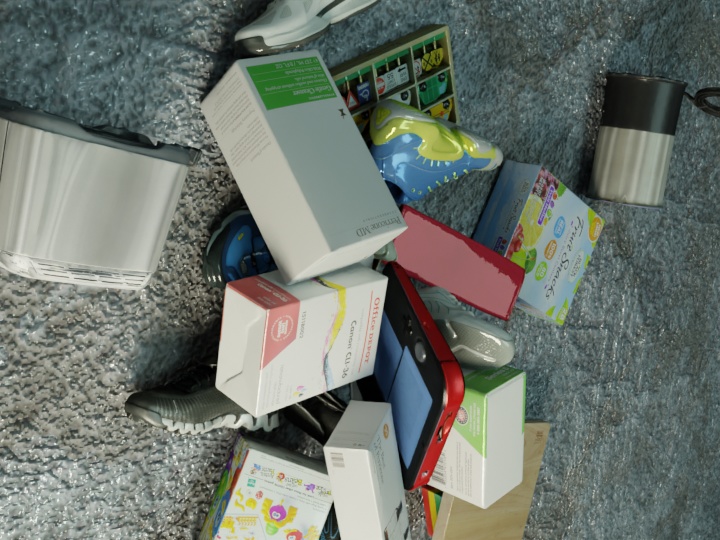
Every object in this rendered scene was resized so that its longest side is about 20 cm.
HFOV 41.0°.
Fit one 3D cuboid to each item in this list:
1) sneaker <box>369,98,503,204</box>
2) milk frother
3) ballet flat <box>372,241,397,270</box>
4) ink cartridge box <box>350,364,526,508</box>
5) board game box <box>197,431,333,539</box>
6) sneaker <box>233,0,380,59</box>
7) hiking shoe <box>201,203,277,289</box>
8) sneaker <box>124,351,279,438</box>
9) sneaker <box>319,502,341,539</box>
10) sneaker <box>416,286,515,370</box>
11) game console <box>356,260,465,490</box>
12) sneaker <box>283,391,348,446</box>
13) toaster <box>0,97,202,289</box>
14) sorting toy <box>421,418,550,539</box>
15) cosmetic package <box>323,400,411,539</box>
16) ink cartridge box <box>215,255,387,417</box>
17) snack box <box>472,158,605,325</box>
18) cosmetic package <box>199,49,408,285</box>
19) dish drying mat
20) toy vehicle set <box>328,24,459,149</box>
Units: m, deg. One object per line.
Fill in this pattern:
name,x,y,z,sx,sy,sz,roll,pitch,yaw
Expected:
sneaker,0.075,-0.123,1.096,0.200,0.076,0.105,14,104,-41
milk frother,0.455,-0.184,1.413,0.180,0.200,0.188,-5,106,-50
ballet flat,0.000,0.000,1.083,0.068,0.072,0.200,26,83,-47
ink cartridge box,0.089,0.170,1.137,0.084,0.200,0.146,-21,117,-44
board game box,-0.112,0.287,1.008,0.105,0.103,0.200,22,85,-13
sneaker,-0.066,-0.286,0.938,0.200,0.076,0.115,-41,120,-40
hiking shoe,-0.072,-0.038,0.985,0.200,0.087,0.074,-33,125,-35
sneaker,-0.152,0.117,0.970,0.200,0.066,0.091,11,92,-51
sneaker,-0.022,0.274,1.089,0.073,0.082,0.200,70,32,-42
sneaker,0.095,0.055,1.110,0.080,0.200,0.070,-43,134,-37
game console,0.044,0.116,1.019,0.031,0.177,0.200,-10,139,-24
sneaker,-0.040,0.164,1.087,0.060,0.104,0.200,-52,173,-11
toaster,-0.231,-0.060,0.796,0.200,0.114,0.129,9,100,-49
sorting toy,0.164,0.299,1.352,0.200,0.070,0.199,8,96,-48
cosmetic package,0.013,0.241,0.994,0.083,0.051,0.200,-58,144,-58
ink cartridge box,-0.042,0.056,0.961,0.200,0.067,0.117,-16,123,-44
snack box,0.242,-0.036,1.330,0.200,0.068,0.169,28,83,-48
cosmetic package,-0.055,-0.099,0.916,0.108,0.085,0.200,-22,80,-42
dish drying mat,0.117,-0.007,1.193,0.200,0.018,0.077,25,85,-24
toy vehicle set,0.035,-0.191,1.093,0.200,0.027,0.124,-33,124,-35
